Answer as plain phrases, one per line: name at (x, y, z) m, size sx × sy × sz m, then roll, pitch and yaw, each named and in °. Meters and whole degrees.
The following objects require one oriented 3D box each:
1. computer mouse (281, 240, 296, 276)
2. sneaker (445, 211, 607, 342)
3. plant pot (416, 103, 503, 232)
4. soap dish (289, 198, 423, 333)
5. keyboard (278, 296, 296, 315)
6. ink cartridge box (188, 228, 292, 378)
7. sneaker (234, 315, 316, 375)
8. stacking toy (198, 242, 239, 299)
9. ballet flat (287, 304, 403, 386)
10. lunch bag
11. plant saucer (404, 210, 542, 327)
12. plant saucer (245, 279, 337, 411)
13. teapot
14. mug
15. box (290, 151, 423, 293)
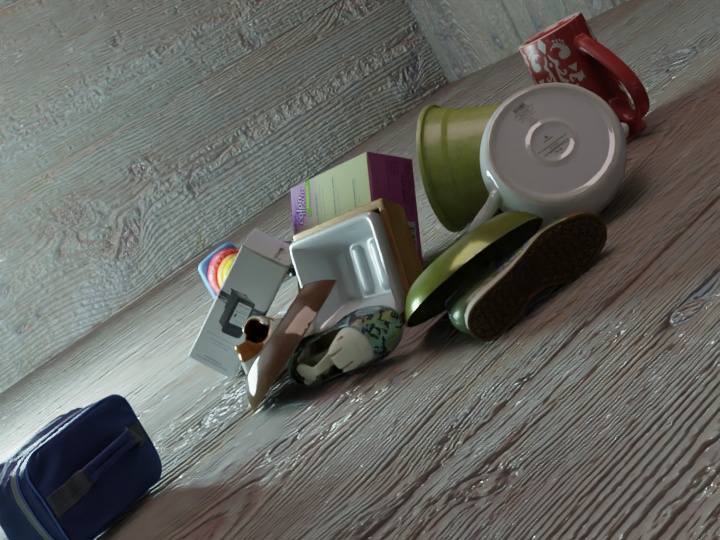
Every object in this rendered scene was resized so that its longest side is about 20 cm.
computer mouse at (-0.166, -0.024, 2.084) m, size 0.108 × 0.045 × 0.200 m, roll 8°, pitch 13°, yaw 10°
sneaker at (0.173, -0.001, 1.075) m, size 0.199 × 0.068 × 0.090 m, roll -38°, pitch 18°, yaw -15°
plant pot at (0.208, -0.176, 1.487) m, size 0.181 × 0.203 × 0.201 m, roll -12°, pitch 19°, yaw 27°
soap dish at (0.000, 0.000, 1.339) m, size 0.081 × 0.160 × 0.199 m, roll -18°, pitch -1°, yaw -42°
keyboard at (-0.076, 0.024, 1.770) m, size 0.056 × 0.011 × 0.200 m, roll -22°, pitch 15°, yaw 41°
ink cartridge box at (-0.184, 0.047, 1.544) m, size 0.202 × 0.082 × 0.145 m, roll -62°, pitch 5°, yaw 12°
sneaker at (-0.119, 0.088, 1.429) m, size 0.072 × 0.085 × 0.200 m, roll -26°, pitch 11°, yaw 28°
stacking toy at (-0.248, 0.012, 2.090) m, size 0.109 × 0.117 × 0.199 m, roll -39°, pitch 25°, yaw -27°
ballet flat at (-0.024, 0.100, 1.178) m, size 0.074 × 0.075 × 0.199 m, roll -40°, pitch 5°, yaw -40°
lunch bag at (-0.339, 0.247, 1.193) m, size 0.131 × 0.137 × 0.200 m, roll -21°, pitch 14°, yaw 38°
plant saucer at (0.124, -0.008, 1.126) m, size 0.199 × 0.031 × 0.200 m, roll -35°, pitch -13°, yaw -9°
plant saucer at (-0.098, 0.088, 1.269) m, size 0.202 × 0.036 × 0.200 m, roll -57°, pitch 2°, yaw 3°
teapot at (0.243, -0.127, 1.246) m, size 0.196 × 0.201 × 0.146 m, roll 4°, pitch -21°, yaw 12°
mug at (0.353, -0.290, 1.496) m, size 0.176 × 0.202 × 0.133 m, roll -22°, pitch 13°, yaw 39°
box at (-0.009, -0.063, 1.495) m, size 0.096 × 0.179 × 0.199 m, roll 4°, pitch -15°, yaw -40°
